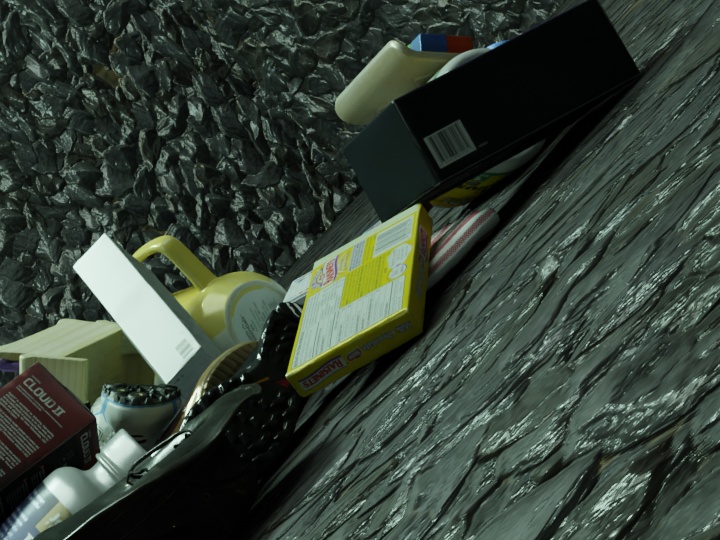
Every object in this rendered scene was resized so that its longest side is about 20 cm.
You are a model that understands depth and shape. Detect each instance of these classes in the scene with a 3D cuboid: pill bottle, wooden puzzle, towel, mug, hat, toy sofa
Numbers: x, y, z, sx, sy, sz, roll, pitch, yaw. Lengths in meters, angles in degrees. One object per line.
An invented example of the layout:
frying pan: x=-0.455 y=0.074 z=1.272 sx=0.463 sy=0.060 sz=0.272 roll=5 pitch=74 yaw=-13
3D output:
pill bottle: x=0.088 y=-0.121 z=1.637 sx=0.113 sy=0.113 sz=0.200 roll=-46 pitch=4 yaw=-21
wooden puzzle: x=0.095 y=-0.181 z=1.721 sx=0.185 sy=0.199 sz=0.047 roll=142 pitch=131 yaw=-65
towel: x=0.030 y=0.021 z=1.408 sx=0.146 sy=0.030 sz=0.200 roll=-47 pitch=7 yaw=-19
pill bottle: x=-0.216 y=0.215 z=1.309 sx=0.200 sy=0.111 sz=0.111 roll=-46 pitch=4 yaw=-9
mug: x=-0.148 y=0.066 z=1.770 sx=0.153 sy=0.186 sz=0.150 roll=-31 pitch=44 yaw=53
hat: x=-0.125 y=0.161 z=1.170 sx=0.200 sy=0.081 sz=0.201 roll=-36 pitch=5 yaw=4
toy sofa: x=-0.267 y=0.103 z=1.674 sx=0.200 sy=0.097 sz=0.083 roll=-33 pitch=-54 yaw=-76

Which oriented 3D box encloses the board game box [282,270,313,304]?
board game box: x=-0.010 y=0.006 z=1.702 sx=0.126 sy=0.035 sz=0.200 roll=-29 pitch=5 yaw=4

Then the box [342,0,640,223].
box: x=0.102 y=-0.126 z=1.427 sx=0.199 sy=0.079 sz=0.141 roll=-29 pitch=-5 yaw=-21

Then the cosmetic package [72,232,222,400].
cosmetic package: x=-0.186 y=0.051 z=1.644 sx=0.051 sy=0.083 sz=0.200 roll=-47 pitch=47 yaw=1

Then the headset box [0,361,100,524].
headset box: x=-0.280 y=0.175 z=1.373 sx=0.200 sy=0.075 sz=0.149 roll=-38 pitch=-26 yaw=-26

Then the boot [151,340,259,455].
boot: x=-0.152 y=0.154 z=1.473 sx=0.166 sy=0.072 sz=0.200 roll=-36 pitch=17 yaw=46

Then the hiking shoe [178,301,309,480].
hiking shoe: x=-0.081 y=0.118 z=1.335 sx=0.200 sy=0.075 sz=0.101 roll=-52 pitch=-14 yaw=-41

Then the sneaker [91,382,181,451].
sneaker: x=-0.192 y=0.133 z=1.511 sx=0.200 sy=0.071 sz=0.073 roll=143 pitch=129 yaw=-73

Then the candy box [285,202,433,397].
candy box: x=0.003 y=0.018 z=1.312 sx=0.102 sy=0.026 sz=0.200 roll=-32 pitch=18 yaw=17

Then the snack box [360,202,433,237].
snack box: x=0.000 y=0.000 z=1.486 sx=0.072 sy=0.024 sz=0.200 roll=-39 pitch=8 yaw=34
